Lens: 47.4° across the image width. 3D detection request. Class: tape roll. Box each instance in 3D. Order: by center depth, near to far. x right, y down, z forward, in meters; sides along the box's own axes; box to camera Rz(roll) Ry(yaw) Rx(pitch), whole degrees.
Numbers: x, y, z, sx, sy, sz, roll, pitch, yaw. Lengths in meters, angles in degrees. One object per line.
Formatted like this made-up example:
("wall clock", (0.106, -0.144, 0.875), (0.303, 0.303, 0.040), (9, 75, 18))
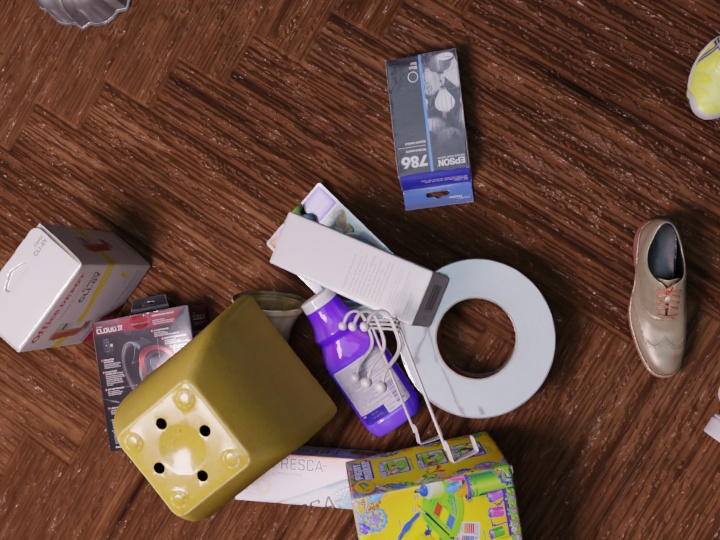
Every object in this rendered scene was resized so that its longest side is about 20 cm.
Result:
("tape roll", (0.151, 0.086, 1.063), (0.198, 0.066, 0.203), (0, 89, 12))

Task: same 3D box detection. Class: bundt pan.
("bundt pan", (-0.410, -0.459, 1.176), (0.199, 0.076, 0.205), (0, 88, 11))

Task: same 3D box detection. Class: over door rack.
("over door rack", (0.043, 0.140, 0.973), (0.066, 0.148, 0.201), (-34, 95, -12))

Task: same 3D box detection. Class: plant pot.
("plant pot", (-0.174, 0.177, 0.974), (0.195, 0.200, 0.195), (-39, 91, 13))

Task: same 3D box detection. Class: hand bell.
("hand bell", (-0.130, 0.138, 1.118), (0.103, 0.104, 0.203), (8, 102, 11))

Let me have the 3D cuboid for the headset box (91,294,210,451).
("headset box", (-0.281, 0.136, 1.141), (0.147, 0.075, 0.203), (-11, 87, 10))

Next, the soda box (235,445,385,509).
("soda box", (-0.067, 0.276, 1.104), (0.197, 0.064, 0.069), (1, 89, 12))

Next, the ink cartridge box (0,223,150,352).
("ink cartridge box", (-0.391, 0.023, 1.101), (0.083, 0.200, 0.146), (39, 96, 9))

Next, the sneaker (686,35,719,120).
("sneaker", (0.471, -0.278, 1.002), (0.075, 0.076, 0.201), (33, 96, 8))

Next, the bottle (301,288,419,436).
("bottle", (-0.004, 0.116, 1.075), (0.083, 0.065, 0.201), (-34, 95, 4))

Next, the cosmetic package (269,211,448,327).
("cosmetic package", (0.000, 0.000, 1.019), (0.198, 0.101, 0.072), (24, 92, 19))

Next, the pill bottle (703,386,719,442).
("pill bottle", (0.502, 0.134, 0.970), (0.112, 0.113, 0.201), (34, 95, 10))

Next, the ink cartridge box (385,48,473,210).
("ink cartridge box", (0.093, -0.186, 1.093), (0.098, 0.039, 0.203), (-8, 88, 10))

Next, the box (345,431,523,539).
("box", (0.094, 0.329, 1.003), (0.190, 0.122, 0.203), (-11, 99, -4))

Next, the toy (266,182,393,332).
("toy", (-0.027, -0.010, 1.108), (0.200, 0.047, 0.115), (44, 99, 9))

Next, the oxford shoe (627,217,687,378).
("oxford shoe", (0.370, 0.034, 1.016), (0.069, 0.075, 0.203), (-6, 88, 10))
